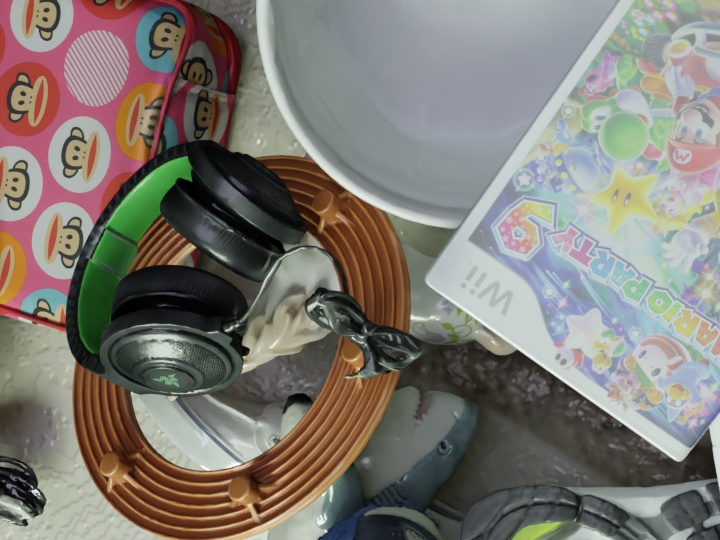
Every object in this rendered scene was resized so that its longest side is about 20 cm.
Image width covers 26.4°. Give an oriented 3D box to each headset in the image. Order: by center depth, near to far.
[{"bbox_3d":[-0.061,0.008,0.714,0.200,0.094,0.124,11,73,53],"label":"headset"}]

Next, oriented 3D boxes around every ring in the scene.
[{"bbox_3d":[-0.066,0.033,0.746,0.200,0.019,0.201,-15,61,29],"label":"ring"}]

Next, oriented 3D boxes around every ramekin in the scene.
[{"bbox_3d":[0.055,-0.127,0.721,0.200,0.105,0.201,1,106,3],"label":"ramekin"}]

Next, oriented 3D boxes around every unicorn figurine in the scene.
[{"bbox_3d":[0.000,0.000,0.784,0.199,0.074,0.138,5,62,17],"label":"unicorn figurine"}]

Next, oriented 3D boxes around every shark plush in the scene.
[{"bbox_3d":[-0.003,0.153,0.752,0.083,0.091,0.201,12,88,-20],"label":"shark plush"}]

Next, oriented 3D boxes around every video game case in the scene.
[{"bbox_3d":[0.141,-0.035,0.669,0.143,0.018,0.200,35,105,2],"label":"video game case"}]

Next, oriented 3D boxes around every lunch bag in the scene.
[{"bbox_3d":[-0.170,-0.067,0.878,0.176,0.082,0.201,14,93,22],"label":"lunch bag"}]

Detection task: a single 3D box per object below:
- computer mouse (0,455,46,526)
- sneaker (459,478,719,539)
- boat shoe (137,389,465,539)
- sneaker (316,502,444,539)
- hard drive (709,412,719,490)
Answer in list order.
[{"bbox_3d":[-0.251,0.054,0.871,0.138,0.053,0.201,15,120,32],"label":"computer mouse"},{"bbox_3d":[0.147,0.135,0.749,0.199,0.081,0.074,5,82,3],"label":"sneaker"},{"bbox_3d":[-0.029,0.100,0.820,0.200,0.072,0.066,36,96,19],"label":"boat shoe"},{"bbox_3d":[0.038,0.187,0.724,0.077,0.200,0.085,-37,40,-8],"label":"sneaker"},{"bbox_3d":[0.238,0.151,0.701,0.132,0.027,0.201,-7,83,-12],"label":"hard drive"}]
